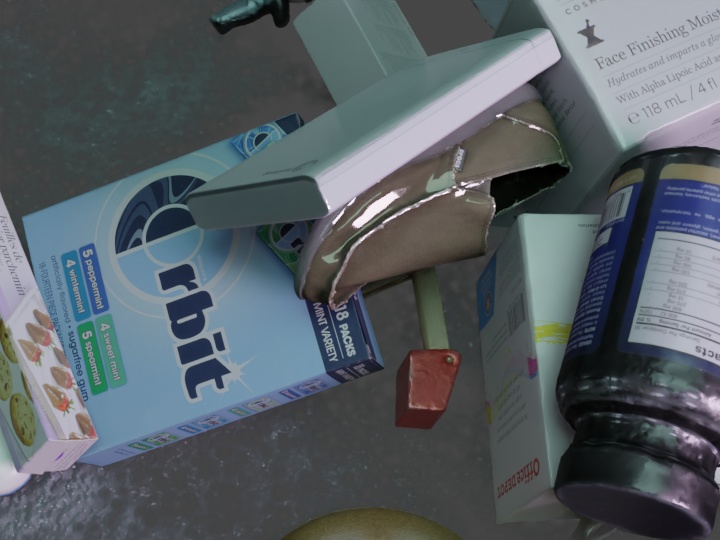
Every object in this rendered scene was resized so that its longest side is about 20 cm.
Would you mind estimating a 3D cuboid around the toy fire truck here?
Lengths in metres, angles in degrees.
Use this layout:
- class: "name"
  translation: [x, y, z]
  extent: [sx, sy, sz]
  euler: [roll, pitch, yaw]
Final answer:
- class: "toy fire truck"
  translation: [0.000, 0.000, 0.871]
  extent: [0.141, 0.049, 0.201]
  euler: [8, 68, -5]

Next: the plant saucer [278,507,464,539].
- class: "plant saucer"
  translation: [0.011, 0.244, 0.787]
  extent: [0.199, 0.035, 0.201]
  euler: [3, 69, -7]

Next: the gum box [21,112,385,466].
- class: "gum box"
  translation: [-0.104, 0.013, 0.817]
  extent: [0.199, 0.045, 0.170]
  euler: [-20, 72, 9]

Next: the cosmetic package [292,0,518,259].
- class: "cosmetic package"
  translation: [0.032, -0.103, 0.892]
  extent: [0.082, 0.051, 0.200]
  euler: [-3, 60, -55]

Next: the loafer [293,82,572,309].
- class: "loafer"
  translation: [0.048, -0.037, 0.753]
  extent: [0.200, 0.075, 0.070]
  euler: [-37, 71, -16]

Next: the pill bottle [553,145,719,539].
- class: "pill bottle"
  translation: [0.173, 0.041, 0.708]
  extent: [0.112, 0.112, 0.201]
  euler: [19, 69, 0]

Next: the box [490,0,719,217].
- class: "box"
  translation: [0.193, -0.128, 0.865]
  extent: [0.198, 0.200, 0.131]
  euler: [-25, 75, -16]

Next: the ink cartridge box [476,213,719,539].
- class: "ink cartridge box"
  translation: [0.155, 0.079, 0.821]
  extent: [0.125, 0.129, 0.201]
  euler: [0, 71, -9]

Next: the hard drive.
- class: "hard drive"
  translation: [0.008, -0.084, 0.747]
  extent: [0.200, 0.132, 0.027]
  euler: [-36, 109, -34]

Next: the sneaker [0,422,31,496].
- class: "sneaker"
  translation: [-0.276, 0.059, 0.798]
  extent: [0.072, 0.073, 0.200]
  euler: [-35, 79, -20]

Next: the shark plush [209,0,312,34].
- class: "shark plush"
  translation: [-0.028, -0.242, 0.970]
  extent: [0.200, 0.091, 0.083]
  euler: [-48, 59, 0]

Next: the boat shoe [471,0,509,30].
- class: "boat shoe"
  translation: [0.099, -0.273, 0.984]
  extent: [0.070, 0.071, 0.200]
  euler: [-16, 68, -37]

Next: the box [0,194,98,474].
- class: "box"
  translation: [-0.224, 0.034, 0.806]
  extent: [0.039, 0.041, 0.200]
  euler: [7, 49, -51]
